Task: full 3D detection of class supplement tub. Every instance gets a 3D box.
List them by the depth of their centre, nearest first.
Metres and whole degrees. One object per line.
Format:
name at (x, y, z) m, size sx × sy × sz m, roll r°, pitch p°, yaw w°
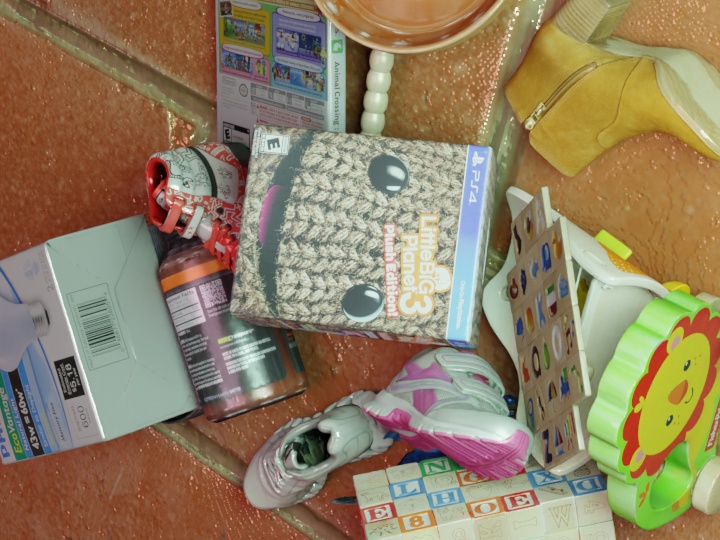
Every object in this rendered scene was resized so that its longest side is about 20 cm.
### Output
supplement tub at (-0.126, 0.035, 1.676) m, size 0.107 × 0.107 × 0.201 m, roll -20°, pitch 87°, yaw 42°

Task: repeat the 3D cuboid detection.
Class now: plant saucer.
plant saucer at (0.046, -0.276, 1.454) m, size 0.199 × 0.032 × 0.202 m, roll -1°, pitch 87°, yaw 20°

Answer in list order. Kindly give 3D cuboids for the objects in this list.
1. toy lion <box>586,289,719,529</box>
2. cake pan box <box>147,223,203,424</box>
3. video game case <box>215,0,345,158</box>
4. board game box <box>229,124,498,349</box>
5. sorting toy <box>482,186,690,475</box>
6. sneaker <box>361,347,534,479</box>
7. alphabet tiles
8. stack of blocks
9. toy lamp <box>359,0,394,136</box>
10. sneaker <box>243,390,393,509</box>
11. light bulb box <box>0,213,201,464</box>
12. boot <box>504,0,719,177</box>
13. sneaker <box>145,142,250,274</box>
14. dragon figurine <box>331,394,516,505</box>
toy lion at (0.229, 0.107, 1.329) m, size 0.068 × 0.191 × 0.201 m, roll 26°, pitch 118°, yaw 33°
cake pan box at (-0.212, 0.058, 1.793) m, size 0.184 × 0.052 × 0.201 m, roll -19°, pitch 88°, yaw 44°
video game case at (-0.074, -0.180, 1.597) m, size 0.200 × 0.022 × 0.183 m, roll 22°, pitch 116°, yaw 54°
board game box at (0.006, -0.026, 1.466) m, size 0.199 × 0.097 × 0.161 m, roll 6°, pitch 85°, yaw 9°
sorting toy at (0.162, 0.026, 1.436) m, size 0.180 × 0.106 × 0.201 m, roll 46°, pitch 139°, yaw 38°
sneaker at (0.080, 0.107, 1.455) m, size 0.088 × 0.081 × 0.200 m, roll -58°, pitch 31°, yaw -9°
alphabet tiles at (0.142, 0.046, 1.349) m, size 0.166 × 0.006 × 0.201 m, roll 119°, pitch 145°, yaw -72°
stack of blocks at (0.100, 0.201, 1.467) m, size 0.199 × 0.115 × 0.059 m, roll -11°, pitch 111°, yaw -2°
toy lamp at (0.019, -0.177, 1.530) m, size 0.058 × 0.058 × 0.201 m, roll 24°, pitch 118°, yaw 34°
sneaker at (-0.058, 0.176, 1.671) m, size 0.200 × 0.081 × 0.075 m, roll -38°, pitch 78°, yaw 41°
light bulb box at (-0.281, 0.070, 1.729) m, size 0.199 × 0.124 × 0.199 m, roll -18°, pitch 89°, yaw 48°
boot at (0.204, -0.119, 1.384) m, size 0.201 × 0.071 × 0.144 m, roll 52°, pitch 135°, yaw 22°
sneaker at (-0.124, -0.029, 1.588) m, size 0.067 × 0.107 × 0.202 m, roll -55°, pitch 52°, yaw 43°
dragon figurine at (0.061, 0.160, 1.576) m, size 0.199 × 0.059 × 0.100 m, roll -10°, pitch 92°, yaw 37°
